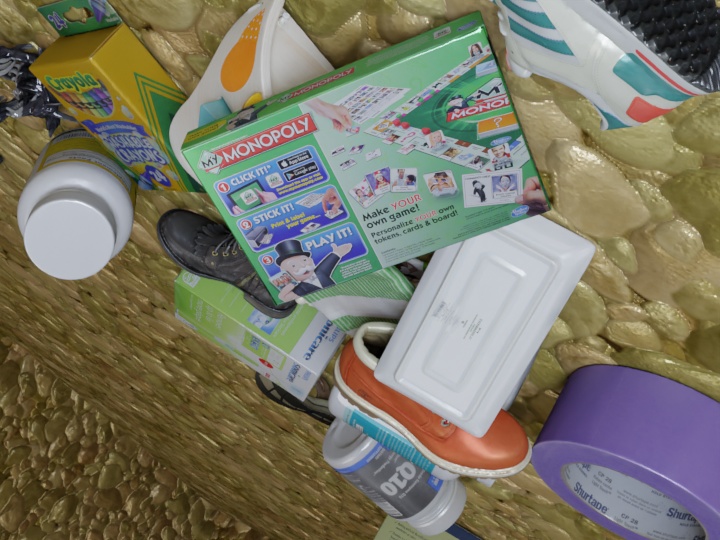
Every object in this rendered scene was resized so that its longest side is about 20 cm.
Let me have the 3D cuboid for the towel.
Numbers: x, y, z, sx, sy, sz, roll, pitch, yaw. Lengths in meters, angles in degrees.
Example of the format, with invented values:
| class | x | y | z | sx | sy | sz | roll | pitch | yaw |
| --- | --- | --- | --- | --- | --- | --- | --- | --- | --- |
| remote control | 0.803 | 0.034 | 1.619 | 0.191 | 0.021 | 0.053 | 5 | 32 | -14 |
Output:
| class | x | y | z | sx | sy | sz | roll | pitch | yaw |
| --- | --- | --- | --- | --- | --- | --- | --- | --- | --- |
| towel | 0.015 | 0.041 | 0.811 | 0.152 | 0.023 | 0.200 | -1 | 140 | 49 |

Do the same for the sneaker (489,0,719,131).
| class | x | y | z | sx | sy | sz | roll | pitch | yaw |
| --- | --- | --- | --- | --- | --- | --- | --- | --- | --- |
| sneaker | 0.083 | -0.139 | 0.436 | 0.200 | 0.070 | 0.093 | 36 | 151 | -12 |

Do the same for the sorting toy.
| class | x | y | z | sx | sy | sz | roll | pitch | yaw |
| --- | --- | --- | --- | --- | --- | --- | --- | --- | --- |
| sorting toy | -0.068 | -0.082 | 0.684 | 0.200 | 0.107 | 0.180 | 46 | 149 | -25 |

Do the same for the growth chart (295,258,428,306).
| class | x | y | z | sx | sy | sz | roll | pitch | yaw |
| --- | --- | --- | --- | --- | --- | --- | --- | --- | --- |
| growth chart | 0.000 | 0.000 | 0.840 | 0.144 | 0.018 | 0.200 | 12 | 150 | 4 |

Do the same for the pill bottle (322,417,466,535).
| class | x | y | z | sx | sy | sz | roll | pitch | yaw |
| --- | --- | --- | --- | --- | --- | --- | --- | --- | --- |
| pill bottle | 0.052 | 0.277 | 1.232 | 0.200 | 0.114 | 0.114 | 44 | 155 | -24 |

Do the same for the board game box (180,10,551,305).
| class | x | y | z | sx | sy | sz | roll | pitch | yaw |
| --- | --- | --- | --- | --- | --- | --- | --- | --- | --- |
| board game box | 0.006 | -0.064 | 0.566 | 0.200 | 0.029 | 0.135 | -19 | 122 | 14 |

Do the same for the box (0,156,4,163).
| class | x | y | z | sx | sy | sz | roll | pitch | yaw |
| --- | --- | --- | --- | --- | --- | --- | --- | --- | --- |
| box | -0.629 | -0.206 | 1.281 | 0.200 | 0.044 | 0.160 | 46 | 155 | -25 |

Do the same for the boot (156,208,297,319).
| class | x | y | z | sx | sy | sz | roll | pitch | yaw |
| --- | --- | --- | --- | --- | --- | --- | --- | --- | --- |
| boot | -0.117 | -0.035 | 0.932 | 0.200 | 0.069 | 0.174 | 31 | 152 | -4 |

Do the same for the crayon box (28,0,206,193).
| class | x | y | z | sx | sy | sz | roll | pitch | yaw |
| --- | --- | --- | --- | --- | --- | --- | --- | --- | --- |
| crayon box | -0.223 | -0.158 | 0.829 | 0.126 | 0.052 | 0.200 | 8 | 145 | 46 |

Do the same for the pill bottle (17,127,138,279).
| class | x | y | z | sx | sy | sz | roll | pitch | yaw |
| --- | --- | --- | --- | --- | --- | --- | --- | --- | --- |
| pill bottle | -0.287 | -0.068 | 0.902 | 0.111 | 0.111 | 0.200 | 45 | -170 | -25 |

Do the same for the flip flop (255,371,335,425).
| class | x | y | z | sx | sy | sz | roll | pitch | yaw |
| --- | --- | --- | --- | --- | --- | --- | --- | --- | --- |
| flip flop | -0.071 | 0.177 | 1.286 | 0.200 | 0.058 | 0.081 | 31 | 157 | -33 |

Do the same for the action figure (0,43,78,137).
| class | x | y | z | sx | sy | sz | roll | pitch | yaw |
| --- | --- | --- | --- | --- | --- | --- | --- | --- | --- |
| action figure | -0.384 | -0.193 | 0.913 | 0.200 | 0.102 | 0.119 | 30 | 145 | 14 |

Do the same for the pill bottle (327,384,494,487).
| class | x | y | z | sx | sy | sz | roll | pitch | yaw |
| --- | --- | --- | --- | --- | --- | --- | --- | --- | --- |
| pill bottle | 0.072 | 0.158 | 0.978 | 0.200 | 0.111 | 0.111 | 30 | 157 | 11 |

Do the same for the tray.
| class | x | y | z | sx | sy | sz | roll | pitch | yaw |
| --- | --- | --- | --- | --- | --- | --- | --- | --- | --- |
| tray | 0.089 | 0.040 | 0.691 | 0.107 | 0.022 | 0.200 | 30 | 119 | 9 |

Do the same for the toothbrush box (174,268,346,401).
| class | x | y | z | sx | sy | sz | roll | pitch | yaw |
| --- | --- | --- | --- | --- | --- | --- | --- | --- | --- |
| toothbrush box | -0.122 | 0.058 | 1.074 | 0.200 | 0.086 | 0.146 | 32 | 157 | 1 |

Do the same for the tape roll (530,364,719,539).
| class | x | y | z | sx | sy | sz | roll | pitch | yaw |
| --- | --- | --- | --- | --- | --- | --- | --- | --- | --- |
| tape roll | 0.263 | 0.178 | 0.802 | 0.200 | 0.085 | 0.200 | 29 | 157 | 14 |

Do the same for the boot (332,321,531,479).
| class | x | y | z | sx | sy | sz | roll | pitch | yaw |
| --- | --- | --- | --- | --- | --- | --- | --- | --- | --- |
| boot | 0.070 | 0.116 | 0.788 | 0.200 | 0.075 | 0.107 | 28 | 150 | 5 |

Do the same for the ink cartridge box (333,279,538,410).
| class | x | y | z | sx | sy | sz | roll | pitch | yaw |
| --- | --- | --- | --- | --- | --- | --- | --- | --- | --- |
| ink cartridge box | 0.070 | 0.049 | 0.844 | 0.200 | 0.057 | 0.163 | 30 | 156 | 14 |

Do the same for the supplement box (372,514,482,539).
| class | x | y | z | sx | sy | sz | roll | pitch | yaw |
| --- | --- | --- | --- | --- | --- | --- | --- | --- | --- |
| supplement box | 0.104 | 0.541 | 1.564 | 0.200 | 0.200 | 0.134 | 28 | 156 | 13 |
